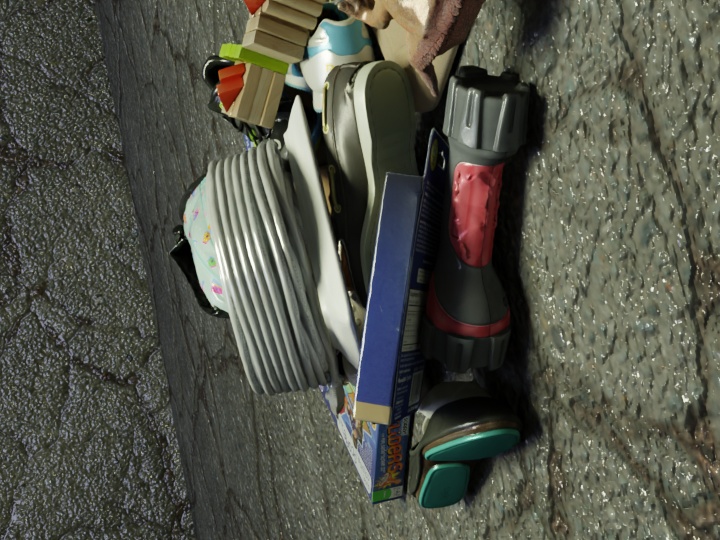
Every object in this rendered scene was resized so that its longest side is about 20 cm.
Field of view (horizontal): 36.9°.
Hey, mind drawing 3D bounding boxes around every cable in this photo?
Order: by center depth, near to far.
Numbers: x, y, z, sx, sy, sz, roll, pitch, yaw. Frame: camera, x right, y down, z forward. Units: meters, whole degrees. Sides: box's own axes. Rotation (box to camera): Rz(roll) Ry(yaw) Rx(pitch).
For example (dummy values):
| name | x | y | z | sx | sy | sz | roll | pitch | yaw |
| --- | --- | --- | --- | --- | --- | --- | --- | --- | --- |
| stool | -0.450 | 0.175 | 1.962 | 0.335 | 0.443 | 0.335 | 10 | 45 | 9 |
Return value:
| name | x | y | z | sx | sy | sz | roll | pitch | yaw |
| --- | --- | --- | --- | --- | --- | --- | --- | --- | --- |
| cable | -0.071 | 0.000 | 0.869 | 0.200 | 0.069 | 0.201 | 75 | -179 | -53 |

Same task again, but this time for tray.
| name | x | y | z | sx | sy | sz | roll | pitch | yaw |
| --- | --- | --- | --- | --- | --- | --- | --- | --- | --- |
| tray | -0.030 | -0.026 | 0.839 | 0.108 | 0.022 | 0.201 | 79 | 178 | -64 |

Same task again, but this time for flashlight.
| name | x | y | z | sx | sy | sz | roll | pitch | yaw |
| --- | --- | --- | --- | --- | --- | --- | --- | --- | --- |
| flashlight | 0.080 | -0.030 | 0.734 | 0.068 | 0.067 | 0.201 | -54 | -27 | -58 |

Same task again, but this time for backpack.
| name | x | y | z | sx | sy | sz | roll | pitch | yaw |
| --- | --- | --- | --- | --- | --- | --- | --- | --- | --- |
| backpack | -0.116 | -0.029 | 1.156 | 0.200 | 0.166 | 0.127 | -111 | 26 | -57 |

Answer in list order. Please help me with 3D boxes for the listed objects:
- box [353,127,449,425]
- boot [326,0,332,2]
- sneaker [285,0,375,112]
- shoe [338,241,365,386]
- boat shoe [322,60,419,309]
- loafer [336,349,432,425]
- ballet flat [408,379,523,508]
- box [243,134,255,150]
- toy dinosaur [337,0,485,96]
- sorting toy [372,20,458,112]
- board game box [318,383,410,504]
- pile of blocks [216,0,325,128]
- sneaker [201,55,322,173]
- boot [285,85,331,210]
| name | x | y | z | sx | sy | sz | roll | pitch | yaw |
| --- | --- | --- | --- | --- | --- | --- | --- | --- | --- |
| box | 0.033 | 0.004 | 0.775 | 0.121 | 0.032 | 0.202 | 13 | -94 | -78 |
| boot | -0.051 | -0.305 | 0.980 | 0.200 | 0.072 | 0.156 | -120 | 27 | -63 |
| sneaker | -0.031 | -0.200 | 0.953 | 0.200 | 0.076 | 0.081 | -132 | 34 | -62 |
| shoe | 0.000 | 0.000 | 0.910 | 0.070 | 0.053 | 0.202 | -7 | 77 | 62 |
| boat shoe | 0.008 | -0.061 | 0.846 | 0.060 | 0.071 | 0.203 | 9 | 107 | 44 |
| loafer | -0.011 | 0.062 | 0.982 | 0.200 | 0.071 | 0.073 | 49 | 165 | 44 |
| ballet flat | 0.070 | 0.128 | 0.841 | 0.200 | 0.067 | 0.069 | 115 | 151 | -60 |
| box | -0.103 | -0.203 | 1.236 | 0.200 | 0.047 | 0.123 | 152 | 108 | -71 |
| toy dinosaur | 0.054 | -0.182 | 0.637 | 0.136 | 0.085 | 0.201 | 49 | 137 | 46 |
| sorting toy | 0.035 | -0.250 | 0.812 | 0.186 | 0.036 | 0.201 | 108 | 144 | -55 |
| board game box | -0.003 | 0.118 | 1.104 | 0.200 | 0.034 | 0.136 | -120 | 27 | -49 |
| pile of blocks | -0.076 | -0.210 | 0.879 | 0.201 | 0.062 | 0.082 | -61 | 34 | 24 |
| sneaker | -0.095 | -0.142 | 0.989 | 0.200 | 0.082 | 0.071 | 52 | 124 | 47 |
| boot | -0.029 | -0.131 | 1.028 | 0.200 | 0.066 | 0.176 | -159 | 52 | -69 |
